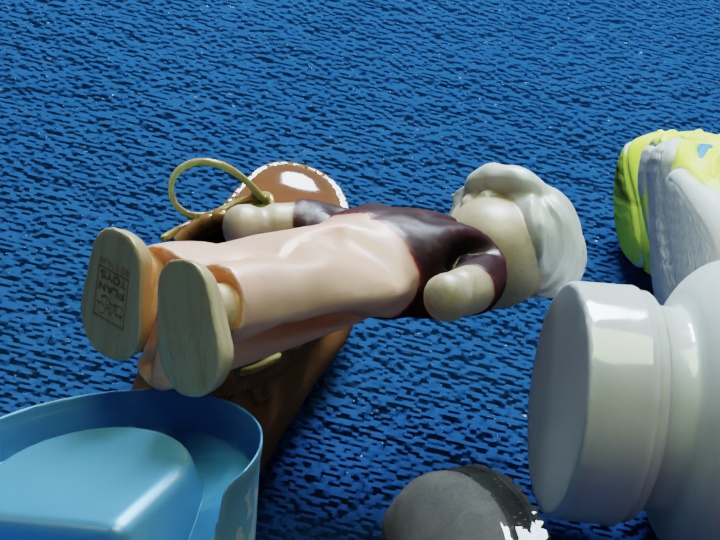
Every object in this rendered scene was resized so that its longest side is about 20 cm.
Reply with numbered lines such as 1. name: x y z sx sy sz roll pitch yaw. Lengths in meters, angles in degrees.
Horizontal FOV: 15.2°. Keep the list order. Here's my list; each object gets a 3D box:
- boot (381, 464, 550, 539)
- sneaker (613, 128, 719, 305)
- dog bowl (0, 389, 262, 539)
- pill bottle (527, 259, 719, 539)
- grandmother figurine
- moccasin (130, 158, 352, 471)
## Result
1. boot: -0.005 0.120 0.779 0.131 0.070 0.200 0 26 -13
2. sneaker: 0.165 -0.023 1.087 0.105 0.076 0.200 -3 14 -3
3. dog bowl: -0.101 0.099 0.809 0.111 0.050 0.200 2 24 27
4. pill bottle: 0.165 0.055 0.956 0.199 0.113 0.113 6 29 -11
5. grandmother figurine: 0.000 0.000 0.927 0.200 0.061 0.121 -9 31 -42
6. moccasin: -0.043 0.005 1.001 0.073 0.078 0.201 15 28 11
